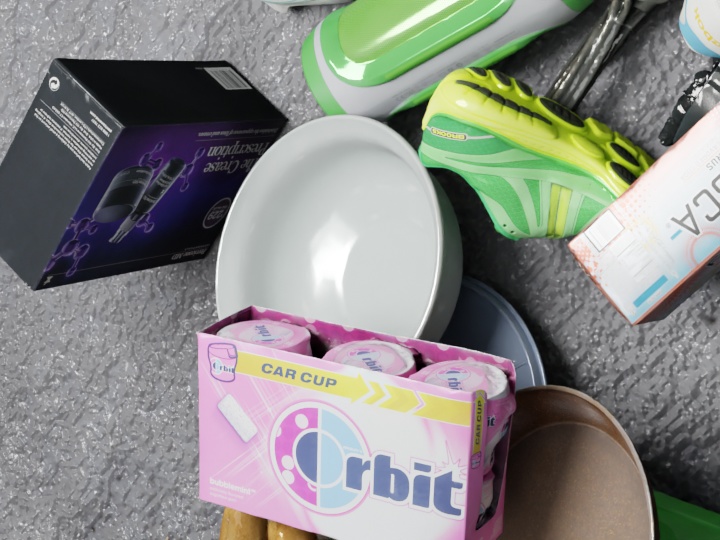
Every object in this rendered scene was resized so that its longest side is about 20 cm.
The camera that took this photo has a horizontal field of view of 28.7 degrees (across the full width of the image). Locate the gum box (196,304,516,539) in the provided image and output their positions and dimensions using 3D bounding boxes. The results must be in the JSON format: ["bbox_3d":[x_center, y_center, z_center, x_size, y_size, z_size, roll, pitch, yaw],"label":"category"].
[{"bbox_3d":[-0.001,0.101,0.864,0.198,0.066,0.115,11,110,26],"label":"gum box"}]

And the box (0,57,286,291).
[{"bbox_3d":[-0.161,-0.073,1.009,0.079,0.199,0.142,44,116,17],"label":"box"}]

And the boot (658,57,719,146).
[{"bbox_3d":[0.252,-0.047,0.850,0.162,0.073,0.199,40,107,17],"label":"boot"}]

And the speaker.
[{"bbox_3d":[0.058,-0.169,0.938,0.199,0.088,0.089,-26,84,30],"label":"speaker"}]

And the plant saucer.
[{"bbox_3d":[0.111,0.172,0.859,0.200,0.034,0.202,-26,55,45],"label":"plant saucer"}]

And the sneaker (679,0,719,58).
[{"bbox_3d":[0.249,-0.207,0.801,0.076,0.081,0.200,41,76,-4],"label":"sneaker"}]

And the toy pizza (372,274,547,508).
[{"bbox_3d":[0.051,0.102,0.989,0.199,0.032,0.203,-9,75,38],"label":"toy pizza"}]

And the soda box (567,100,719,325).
[{"bbox_3d":[0.214,-0.056,0.796,0.200,0.068,0.064,-45,72,22],"label":"soda box"}]

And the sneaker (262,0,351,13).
[{"bbox_3d":[-0.008,-0.228,0.972,0.199,0.080,0.071,-5,66,34],"label":"sneaker"}]

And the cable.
[{"bbox_3d":[0.164,-0.180,0.885,0.050,0.098,0.200,30,133,-13],"label":"cable"}]

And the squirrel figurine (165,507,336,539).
[{"bbox_3d":[-0.068,0.248,0.939,0.141,0.186,0.202,18,110,38],"label":"squirrel figurine"}]

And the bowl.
[{"bbox_3d":[0.000,0.000,0.972,0.200,0.090,0.203,-9,75,38],"label":"bowl"}]

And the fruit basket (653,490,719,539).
[{"bbox_3d":[0.153,0.231,0.922,0.154,0.216,0.217,21,111,-15],"label":"fruit basket"}]

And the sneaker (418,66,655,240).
[{"bbox_3d":[0.126,-0.054,0.901,0.199,0.074,0.084,31,126,-4],"label":"sneaker"}]
